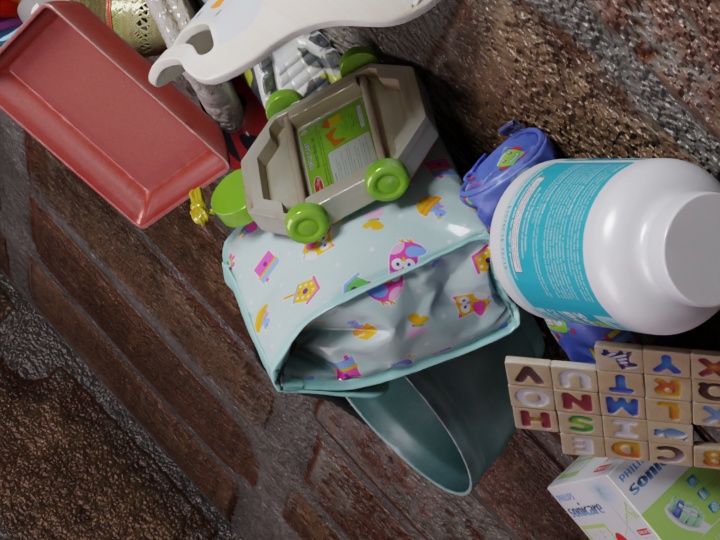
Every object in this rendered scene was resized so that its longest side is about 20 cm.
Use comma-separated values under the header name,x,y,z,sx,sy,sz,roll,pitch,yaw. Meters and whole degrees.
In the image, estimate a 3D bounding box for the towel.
name,x,y,z,sx,sy,sz,roll,pitch,yaw
towel,-0.155,-0.218,1.720,0.201,0.034,0.133,65,-177,23

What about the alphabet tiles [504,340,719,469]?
name,x,y,z,sx,sy,sz,roll,pitch,yaw
alphabet tiles,0.205,0.097,1.509,0.198,0.008,0.168,5,149,13

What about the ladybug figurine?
name,x,y,z,sx,sy,sz,roll,pitch,yaw
ladybug figurine,-0.089,-0.136,1.836,0.136,0.072,0.201,37,160,36

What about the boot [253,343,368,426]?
name,x,y,z,sx,sy,sz,roll,pitch,yaw
boot,-0.049,0.066,2.161,0.210,0.080,0.158,22,158,36

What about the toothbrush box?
name,x,y,z,sx,sy,sz,roll,pitch,yaw
toothbrush box,0.263,0.218,1.695,0.200,0.086,0.146,51,163,-2

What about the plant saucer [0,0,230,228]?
name,x,y,z,sx,sy,sz,roll,pitch,yaw
plant saucer,-0.212,-0.135,1.762,0.199,0.037,0.200,42,150,-12

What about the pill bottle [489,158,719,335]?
name,x,y,z,sx,sy,sz,roll,pitch,yaw
pill bottle,0.172,-0.017,1.359,0.111,0.111,0.200,54,164,-16

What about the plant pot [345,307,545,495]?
name,x,y,z,sx,sy,sz,roll,pitch,yaw
plant pot,0.070,0.070,1.773,0.200,0.134,0.201,44,163,17

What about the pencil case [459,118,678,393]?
name,x,y,z,sx,sy,sz,roll,pitch,yaw
pencil case,0.145,-0.007,1.506,0.201,0.078,0.087,55,156,-18

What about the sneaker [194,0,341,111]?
name,x,y,z,sx,sy,sz,roll,pitch,yaw
sneaker,-0.073,-0.182,1.717,0.201,0.074,0.085,60,168,-5

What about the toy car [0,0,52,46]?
name,x,y,z,sx,sy,sz,roll,pitch,yaw
toy car,-0.321,-0.271,1.933,0.200,0.149,0.176,119,133,-73

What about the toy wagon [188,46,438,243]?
name,x,y,z,sx,sy,sz,roll,pitch,yaw
toy wagon,-0.038,-0.083,1.591,0.040,0.199,0.156,51,-162,-38

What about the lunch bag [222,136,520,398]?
name,x,y,z,sx,sy,sz,roll,pitch,yaw
lunch bag,0.000,0.000,1.603,0.171,0.199,0.122,-115,0,-47

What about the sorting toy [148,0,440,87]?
name,x,y,z,sx,sy,sz,roll,pitch,yaw
sorting toy,-0.064,-0.185,1.469,0.107,0.180,0.200,54,162,-18

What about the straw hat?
name,x,y,z,sx,sy,sz,roll,pitch,yaw
straw hat,-0.189,-0.227,1.852,0.084,0.202,0.202,-1,147,10
